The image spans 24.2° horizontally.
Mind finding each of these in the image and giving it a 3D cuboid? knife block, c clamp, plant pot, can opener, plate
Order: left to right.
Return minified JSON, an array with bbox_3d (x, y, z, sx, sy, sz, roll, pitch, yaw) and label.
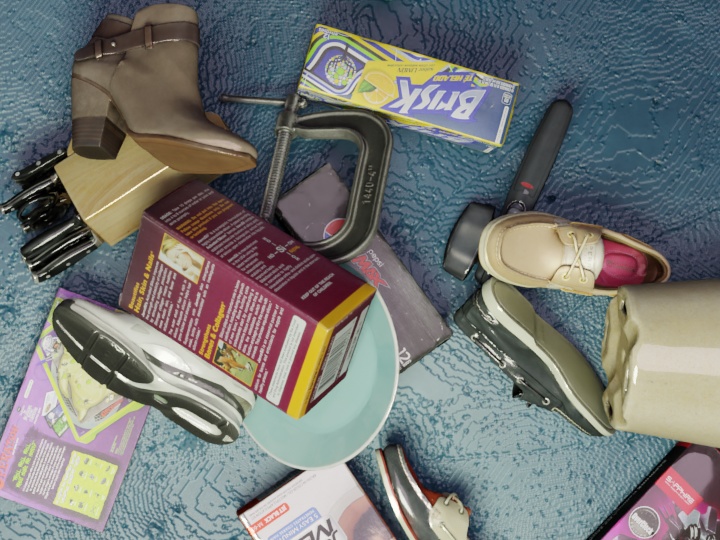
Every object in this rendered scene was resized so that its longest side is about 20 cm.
[{"bbox_3d":[-0.222,-0.065,1.527,0.200,0.064,0.176,10,73,19],"label":"knife block"},{"bbox_3d":[-0.055,-0.084,1.537,0.171,0.027,0.200,-3,56,10],"label":"c clamp"},{"bbox_3d":[-0.041,0.082,1.538,0.200,0.026,0.200,-1,88,35],"label":"plate"},{"bbox_3d":[0.152,-0.073,1.598,0.079,0.063,0.200,29,84,-4],"label":"can opener"},{"bbox_3d":[0.322,0.083,1.539,0.183,0.200,0.201,4,86,-4],"label":"plant pot"}]

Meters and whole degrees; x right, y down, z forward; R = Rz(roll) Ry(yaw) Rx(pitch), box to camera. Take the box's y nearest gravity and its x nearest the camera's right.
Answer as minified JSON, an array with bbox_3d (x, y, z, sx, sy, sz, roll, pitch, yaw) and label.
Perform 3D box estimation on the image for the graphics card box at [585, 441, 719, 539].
[{"bbox_3d":[0.294,0.265,1.597,0.200,0.051,0.125,-44,91,-6],"label":"graphics card box"}]

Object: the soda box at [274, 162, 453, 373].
[{"bbox_3d":[0.000,0.000,1.577,0.071,0.063,0.200,-36,91,-8],"label":"soda box"}]

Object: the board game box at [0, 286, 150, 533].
[{"bbox_3d":[-0.259,0.129,1.560,0.120,0.032,0.200,21,84,-8],"label":"board game box"}]

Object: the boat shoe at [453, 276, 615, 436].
[{"bbox_3d":[0.162,0.093,1.585,0.066,0.075,0.199,-33,117,27],"label":"boat shoe"}]

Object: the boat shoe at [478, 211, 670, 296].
[{"bbox_3d":[0.203,-0.014,1.559,0.200,0.069,0.074,5,90,-32],"label":"boat shoe"}]

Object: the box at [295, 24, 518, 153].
[{"bbox_3d":[0.043,-0.170,1.589,0.200,0.070,0.064,15,87,-4],"label":"box"}]

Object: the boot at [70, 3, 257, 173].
[{"bbox_3d":[-0.168,-0.164,1.478,0.200,0.070,0.146,7,69,18],"label":"boot"}]

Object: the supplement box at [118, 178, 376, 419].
[{"bbox_3d":[-0.100,0.023,1.467,0.200,0.086,0.110,32,128,16],"label":"supplement box"}]

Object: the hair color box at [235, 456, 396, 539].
[{"bbox_3d":[-0.015,0.277,1.558,0.111,0.064,0.200,-35,91,-8],"label":"hair color box"}]

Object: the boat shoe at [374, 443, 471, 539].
[{"bbox_3d":[0.079,0.243,1.562,0.063,0.071,0.200,-28,96,8],"label":"boat shoe"}]

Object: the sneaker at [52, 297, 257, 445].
[{"bbox_3d":[-0.176,0.063,1.537,0.200,0.076,0.115,34,55,-6],"label":"sneaker"}]
